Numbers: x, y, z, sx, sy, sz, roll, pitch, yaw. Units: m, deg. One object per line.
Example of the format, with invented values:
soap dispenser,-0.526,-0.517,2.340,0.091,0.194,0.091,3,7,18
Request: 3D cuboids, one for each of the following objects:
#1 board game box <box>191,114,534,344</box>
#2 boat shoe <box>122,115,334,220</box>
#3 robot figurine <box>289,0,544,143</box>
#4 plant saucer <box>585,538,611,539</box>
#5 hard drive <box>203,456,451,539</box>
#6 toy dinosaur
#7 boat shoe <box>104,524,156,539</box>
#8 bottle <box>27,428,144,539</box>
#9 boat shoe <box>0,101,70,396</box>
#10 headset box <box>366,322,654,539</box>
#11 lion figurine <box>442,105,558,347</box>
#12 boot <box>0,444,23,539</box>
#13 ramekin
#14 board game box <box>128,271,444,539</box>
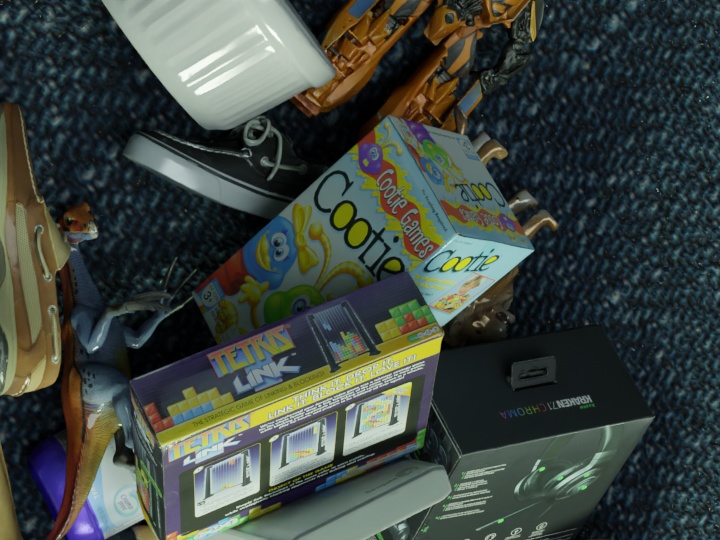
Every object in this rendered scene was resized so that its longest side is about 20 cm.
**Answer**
board game box,0.000,0.000,1.488,0.200,0.103,0.105,-40,154,24
boat shoe,-0.074,-0.076,1.533,0.199,0.074,0.068,19,94,-29
robot figurine,0.047,-0.166,1.552,0.145,0.058,0.200,43,80,-14
plant saucer,0.150,0.271,1.699,0.200,0.051,0.201,-19,151,-11
hard drive,-0.044,0.161,1.530,0.132,0.200,0.027,-24,104,-28
toy dinosaur,-0.185,0.053,1.489,0.200,0.105,0.182,-35,77,-13
boat shoe,-0.190,0.281,1.589,0.062,0.075,0.201,12,94,-24
bottle,-0.138,0.123,1.565,0.200,0.065,0.084,-26,103,-14
boat shoe,-0.239,-0.012,1.468,0.074,0.076,0.201,3,84,-42
headset box,0.097,0.137,1.593,0.174,0.093,0.200,-9,144,-29
lion figurine,0.073,-0.029,1.589,0.122,0.073,0.200,-40,135,1
boot,-0.251,0.182,1.478,0.066,0.175,0.201,-23,117,-29
ramekin,-0.109,-0.183,1.422,0.094,0.202,0.203,-35,116,3
board game box,-0.051,0.095,1.424,0.199,0.057,0.166,-21,151,-16
